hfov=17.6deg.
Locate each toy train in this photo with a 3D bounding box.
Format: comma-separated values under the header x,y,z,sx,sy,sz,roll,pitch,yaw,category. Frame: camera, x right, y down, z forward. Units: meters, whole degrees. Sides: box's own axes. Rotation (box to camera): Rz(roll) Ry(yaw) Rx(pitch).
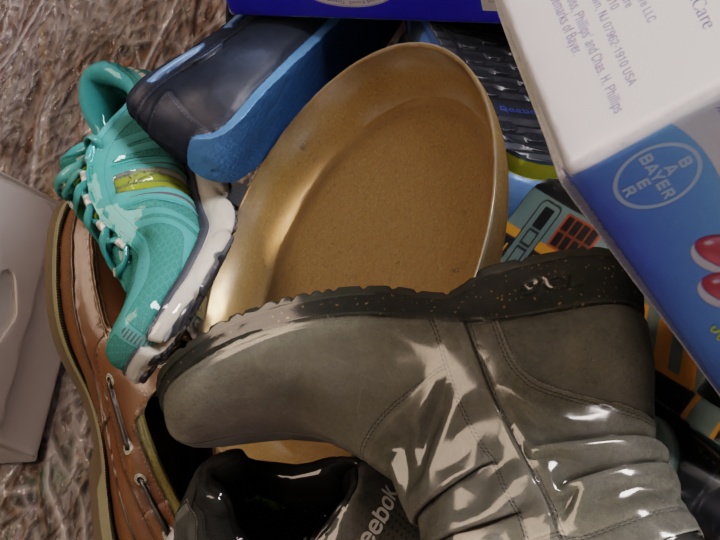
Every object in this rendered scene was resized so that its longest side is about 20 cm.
x,y,z,sx,sy,sz,roll,pitch,yaw,category
0.108,0.041,0.935,0.114,0.085,0.200,-54,39,-2,toy train

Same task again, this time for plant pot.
x,y,z,sx,sy,sz,roll,pitch,yaw,category
0.000,0.000,0.995,0.200,0.027,0.201,-35,43,40,plant pot

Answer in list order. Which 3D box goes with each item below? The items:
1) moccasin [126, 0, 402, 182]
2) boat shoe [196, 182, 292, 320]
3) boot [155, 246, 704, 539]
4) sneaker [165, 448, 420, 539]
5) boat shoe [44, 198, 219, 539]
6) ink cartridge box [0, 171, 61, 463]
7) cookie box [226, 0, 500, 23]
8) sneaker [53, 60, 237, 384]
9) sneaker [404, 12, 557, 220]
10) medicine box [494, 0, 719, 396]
x,y,z,sx,sy,sz,roll,pitch,yaw,category
-0.036,-0.120,1.105,0.068,0.200,0.081,28,130,17,moccasin
-0.034,0.010,1.131,0.200,0.072,0.062,31,131,50,boat shoe
0.021,0.073,0.852,0.199,0.068,0.132,-12,65,12,boot
0.014,0.121,0.917,0.091,0.199,0.067,95,-166,-52,sneaker
-0.099,0.054,1.141,0.068,0.072,0.201,-15,87,45,boat shoe
-0.277,0.021,1.323,0.199,0.144,0.148,-8,64,45,ink cartridge box
0.031,-0.213,1.069,0.170,0.075,0.201,3,58,14,cookie box
-0.106,-0.025,1.079,0.078,0.079,0.201,-55,24,32,sneaker
0.050,-0.080,1.074,0.201,0.065,0.079,-104,26,-48,sneaker
0.174,-0.066,0.792,0.199,0.182,0.103,-28,49,13,medicine box
